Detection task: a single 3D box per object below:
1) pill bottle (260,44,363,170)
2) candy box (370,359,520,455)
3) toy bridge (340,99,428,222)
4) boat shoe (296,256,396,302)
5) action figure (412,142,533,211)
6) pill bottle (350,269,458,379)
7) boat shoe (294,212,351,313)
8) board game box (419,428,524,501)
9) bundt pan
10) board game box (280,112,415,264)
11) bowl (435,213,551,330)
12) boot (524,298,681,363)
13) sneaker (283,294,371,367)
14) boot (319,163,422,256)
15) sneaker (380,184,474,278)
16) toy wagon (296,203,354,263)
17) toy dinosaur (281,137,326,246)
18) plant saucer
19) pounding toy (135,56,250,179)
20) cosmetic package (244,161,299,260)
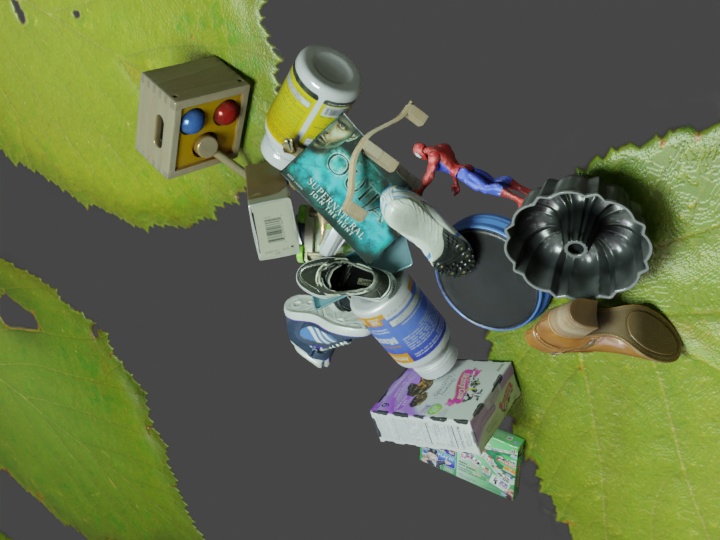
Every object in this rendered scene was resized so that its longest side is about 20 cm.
[{"bbox_3d":[-0.086,-0.253,1.348,0.112,0.112,0.200,45,135,5],"label":"pill bottle"},{"bbox_3d":[0.147,0.225,1.436,0.200,0.168,0.072,-1,119,38],"label":"candy box"},{"bbox_3d":[0.026,-0.174,1.266,0.067,0.200,0.027,34,172,-15],"label":"toy bridge"},{"bbox_3d":[-0.037,0.009,1.356,0.200,0.064,0.071,4,79,39],"label":"boat shoe"},{"bbox_3d":[0.157,-0.123,1.276,0.200,0.065,0.099,33,127,16],"label":"action figure"},{"bbox_3d":[0.080,0.094,1.418,0.112,0.112,0.200,-10,131,41],"label":"pill bottle"},{"bbox_3d":[-0.051,-0.020,1.504,0.060,0.076,0.200,-17,109,35],"label":"boat shoe"},{"bbox_3d":[0.203,0.335,1.562,0.200,0.029,0.135,19,126,28],"label":"board game box"},{"bbox_3d":[0.305,-0.053,1.175,0.201,0.076,0.202,12,135,12],"label":"bundt pan"},{"bbox_3d":[-0.007,-0.126,1.302,0.135,0.028,0.200,-43,104,4],"label":"board game box"},{"bbox_3d":[0.208,0.008,1.341,0.200,0.039,0.201,20,128,27],"label":"bowl"},{"bbox_3d":[0.358,0.106,1.259,0.199,0.077,0.155,12,158,-12],"label":"boot"},{"bbox_3d":[-0.050,0.127,1.600,0.199,0.081,0.147,11,133,27],"label":"sneaker"},{"bbox_3d":[0.019,-0.085,1.366,0.095,0.074,0.200,33,113,-5],"label":"boot"},{"bbox_3d":[0.106,-0.061,1.280,0.072,0.073,0.200,-36,124,22],"label":"sneaker"},{"bbox_3d":[-0.029,-0.082,1.434,0.155,0.040,0.201,4,97,12],"label":"toy wagon"},{"bbox_3d":[-0.063,-0.144,1.356,0.101,0.058,0.200,-16,123,8],"label":"toy dinosaur"},{"bbox_3d":[0.000,0.000,1.386,0.200,0.019,0.070,-26,64,26],"label":"plant saucer"},{"bbox_3d":[-0.274,-0.243,1.471,0.142,0.184,0.200,42,136,25],"label":"pounding toy"},{"bbox_3d":[-0.153,-0.108,1.438,0.071,0.200,0.106,-11,115,-5],"label":"cosmetic package"}]
